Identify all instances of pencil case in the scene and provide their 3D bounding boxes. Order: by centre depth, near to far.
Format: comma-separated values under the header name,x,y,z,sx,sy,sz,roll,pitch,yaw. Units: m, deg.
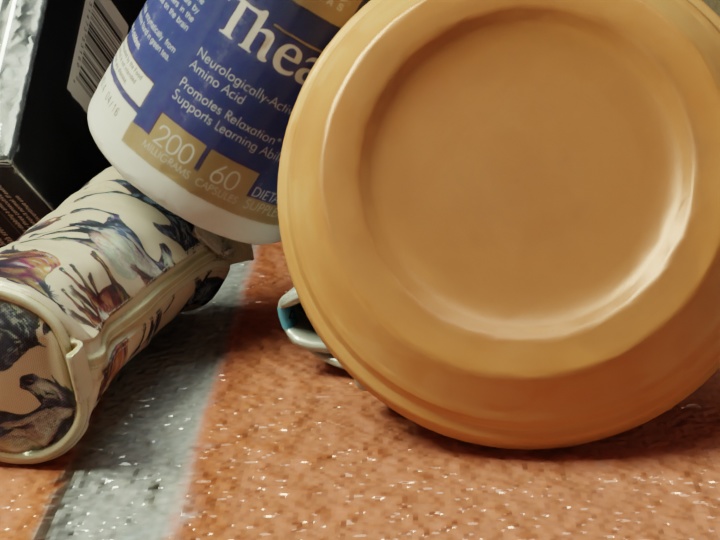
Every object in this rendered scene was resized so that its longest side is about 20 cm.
name,x,y,z,sx,sy,sz,roll,pitch,yaw
pencil case,-0.116,0.012,0.714,0.089,0.078,0.200,-13,15,17

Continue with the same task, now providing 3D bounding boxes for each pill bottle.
name,x,y,z,sx,sy,sz,roll,pitch,yaw
pill bottle,-0.027,-0.121,0.729,0.110,0.201,0.111,29,20,-12

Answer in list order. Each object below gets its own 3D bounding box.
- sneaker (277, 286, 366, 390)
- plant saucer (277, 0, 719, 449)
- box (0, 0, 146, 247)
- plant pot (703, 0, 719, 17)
name,x,y,z,sx,sy,sz,roll,pitch,yaw
sneaker,0.000,0.000,0.744,0.086,0.076,0.200,-14,20,-12
plant saucer,0.063,-0.034,0.638,0.198,0.202,0.037,-1,-11,8
box,-0.222,-0.111,0.869,0.197,0.201,0.123,0,-26,17
plant pot,0.138,-0.122,0.771,0.200,0.177,0.200,-50,24,1
